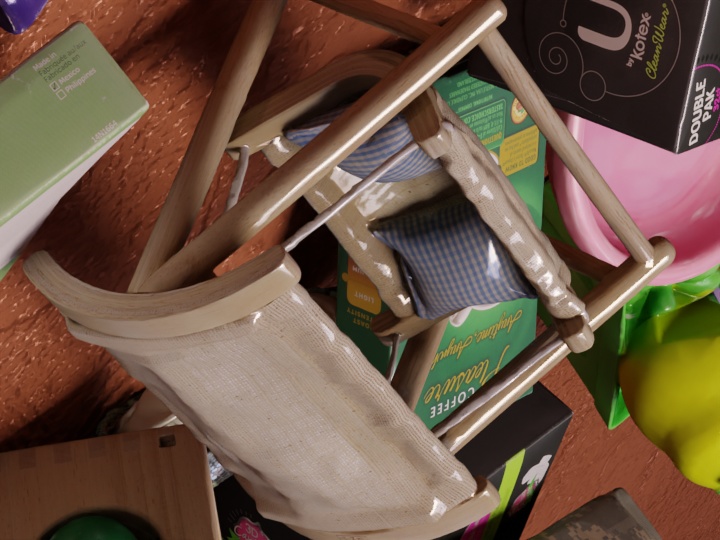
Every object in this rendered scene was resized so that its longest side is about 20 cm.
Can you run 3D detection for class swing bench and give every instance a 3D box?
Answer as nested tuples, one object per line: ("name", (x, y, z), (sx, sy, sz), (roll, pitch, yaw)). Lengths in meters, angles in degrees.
("swing bench", (0.000, 0.000, 1.137), (0.200, 0.130, 0.199), (-54, 137, -11))

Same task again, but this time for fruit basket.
("fruit basket", (0.199, 0.028, 1.595), (0.155, 0.216, 0.216), (-41, 157, -18))

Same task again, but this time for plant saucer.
("plant saucer", (0.168, -0.094, 1.452), (0.200, 0.051, 0.201), (-19, 120, -37))

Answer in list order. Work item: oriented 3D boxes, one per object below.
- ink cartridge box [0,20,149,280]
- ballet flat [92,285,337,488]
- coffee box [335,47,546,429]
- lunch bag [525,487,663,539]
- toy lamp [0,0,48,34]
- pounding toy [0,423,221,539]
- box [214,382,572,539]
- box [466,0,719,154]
("ink cartridge box", (-0.173, -0.003, 1.024), (0.145, 0.048, 0.200), (-42, -177, -32))
("ballet flat", (-0.055, 0.054, 1.340), (0.200, 0.074, 0.074), (-39, 157, -28))
("coffee box", (0.039, -0.014, 1.332), (0.123, 0.044, 0.201), (-26, 126, -44))
("lunch bag", (0.083, 0.239, 1.471), (0.164, 0.118, 0.200), (-21, 152, -50))
("toy lamp", (-0.174, -0.067, 0.917), (0.200, 0.058, 0.058), (-43, 158, -12))
("pounding toy", (-0.086, 0.176, 1.230), (0.141, 0.185, 0.201), (-8, 134, -3))
("box", (0.006, 0.132, 1.486), (0.148, 0.124, 0.200), (-33, 155, -34))
("box", (0.163, -0.157, 1.264), (0.200, 0.124, 0.149), (-20, 126, -49))
